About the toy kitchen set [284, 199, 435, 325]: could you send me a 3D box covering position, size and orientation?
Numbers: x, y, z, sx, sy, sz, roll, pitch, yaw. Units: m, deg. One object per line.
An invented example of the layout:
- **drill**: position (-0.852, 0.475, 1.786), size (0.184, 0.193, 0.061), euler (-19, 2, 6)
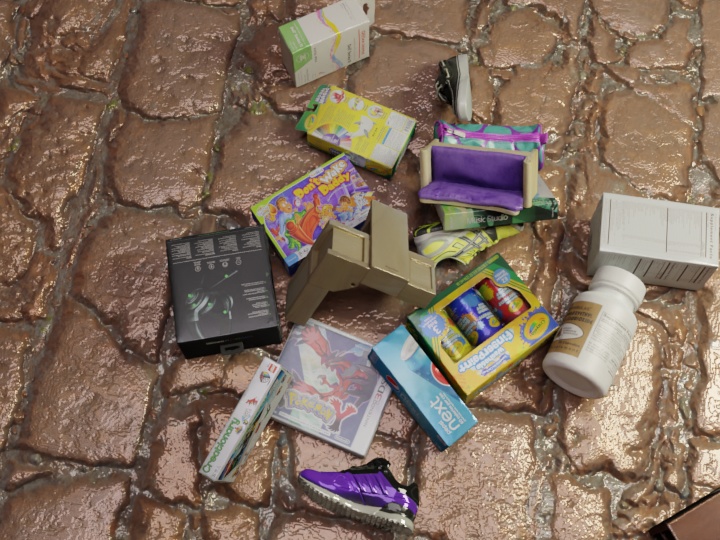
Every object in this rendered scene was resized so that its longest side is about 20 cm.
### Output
- **toy kitchen set**: position (0.000, 0.000, 1.683), size (0.198, 0.181, 0.164), euler (21, 42, -18)

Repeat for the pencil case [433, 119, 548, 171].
- **pencil case**: position (0.230, -0.223, 1.774), size (0.197, 0.093, 0.086), euler (2, 68, 1)

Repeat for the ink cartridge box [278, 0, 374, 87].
- **ink cartridge box**: position (-0.048, -0.434, 1.846), size (0.198, 0.117, 0.068), euler (-26, 70, -9)

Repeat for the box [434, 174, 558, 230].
- **box**: position (0.229, -0.122, 1.717), size (0.197, 0.037, 0.145), euler (-8, 27, -3)

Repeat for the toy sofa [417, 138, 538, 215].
- **toy sofa**: position (0.196, -0.160, 1.668), size (0.198, 0.084, 0.098), euler (10, 31, 24)

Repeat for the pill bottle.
- **pill bottle**: position (0.390, 0.099, 1.630), size (0.113, 0.115, 0.201), euler (27, 71, 11)

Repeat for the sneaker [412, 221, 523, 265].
- **sneaker**: position (0.190, -0.054, 1.728), size (0.197, 0.075, 0.077), euler (-10, 100, -7)

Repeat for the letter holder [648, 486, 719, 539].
- **letter holder**: position (0.572, 0.408, 1.513), size (0.198, 0.101, 0.143), euler (-26, 72, -10)

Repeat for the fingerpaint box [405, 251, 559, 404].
- **fingerpaint box**: position (0.202, 0.096, 1.655), size (0.199, 0.074, 0.167), euler (-34, 71, -12)

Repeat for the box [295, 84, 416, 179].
- **box**: position (-0.010, -0.258, 1.812), size (0.198, 0.048, 0.118), euler (25, 67, 8)

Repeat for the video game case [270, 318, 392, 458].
- **video game case**: position (-0.049, 0.190, 1.647), size (0.198, 0.023, 0.184), euler (21, 70, 9)

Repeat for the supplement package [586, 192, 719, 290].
- **supplement package**: position (0.498, -0.047, 1.690), size (0.197, 0.110, 0.115), euler (9, 68, 4)

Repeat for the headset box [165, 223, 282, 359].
- **headset box**: position (-0.229, 0.042, 1.670), size (0.172, 0.093, 0.202), euler (-10, 69, -4)

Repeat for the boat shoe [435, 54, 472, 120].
- **boat shoe**: position (0.169, -0.330, 1.804), size (0.063, 0.071, 0.201), euler (-6, 35, 8)

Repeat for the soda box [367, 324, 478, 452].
- **soda box**: position (0.099, 0.191, 1.608), size (0.068, 0.064, 0.201), euler (-35, 80, -17)

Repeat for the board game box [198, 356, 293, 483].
- **board game box**: position (-0.176, 0.238, 1.555), size (0.034, 0.126, 0.201), euler (28, 81, 11)

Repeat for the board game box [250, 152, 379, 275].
- **board game box**: position (-0.077, -0.101, 1.752), size (0.199, 0.045, 0.135), euler (-32, 71, -12)

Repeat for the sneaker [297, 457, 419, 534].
- **sneaker**: position (0.002, 0.339, 1.568), size (0.198, 0.070, 0.100), euler (20, 63, 4)
